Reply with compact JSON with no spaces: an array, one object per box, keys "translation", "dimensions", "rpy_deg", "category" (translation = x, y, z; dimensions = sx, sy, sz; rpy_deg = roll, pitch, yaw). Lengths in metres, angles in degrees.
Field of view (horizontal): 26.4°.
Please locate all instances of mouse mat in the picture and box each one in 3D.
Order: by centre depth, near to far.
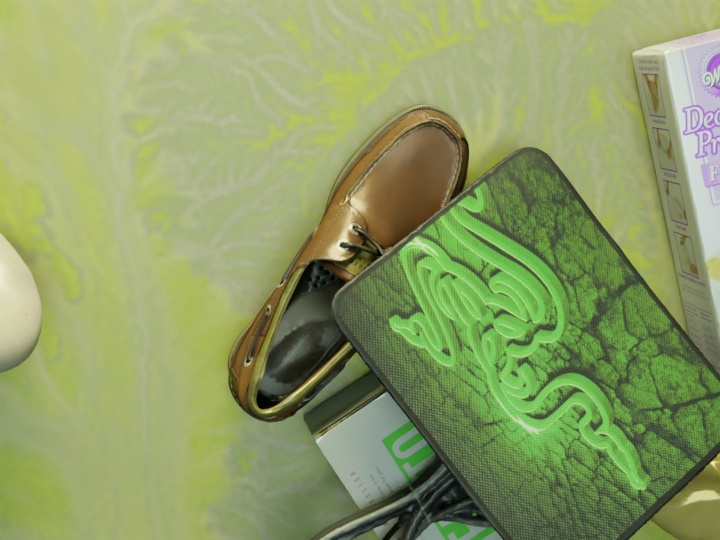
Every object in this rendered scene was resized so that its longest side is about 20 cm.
[{"translation":[0.099,0.050,0.822],"dimensions":[0.161,0.008,0.200],"rpy_deg":[-38,88,-21],"category":"mouse mat"}]

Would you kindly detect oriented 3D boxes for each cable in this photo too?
[{"translation":[0.050,0.123,0.833],"dimensions":[0.199,0.050,0.098],"rpy_deg":[-22,104,-9],"category":"cable"}]

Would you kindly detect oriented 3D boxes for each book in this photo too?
[{"translation":[0.086,0.087,0.884],"dimensions":[0.199,0.048,0.134],"rpy_deg":[-34,105,-3],"category":"book"}]

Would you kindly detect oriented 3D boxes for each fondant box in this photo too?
[{"translation":[0.249,-0.044,0.873],"dimensions":[0.143,0.058,0.202],"rpy_deg":[-15,99,-5],"category":"fondant box"}]

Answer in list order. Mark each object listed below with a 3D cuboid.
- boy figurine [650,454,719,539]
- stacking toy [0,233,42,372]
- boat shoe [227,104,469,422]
[{"translation":[0.262,0.119,0.891],"dimensions":[0.199,0.064,0.125],"rpy_deg":[-20,76,-2],"category":"boy figurine"},{"translation":[-0.274,0.057,0.810],"dimensions":[0.146,0.146,0.200],"rpy_deg":[36,112,-11],"category":"stacking toy"},{"translation":[0.000,0.000,0.844],"dimensions":[0.072,0.068,0.201],"rpy_deg":[31,93,-9],"category":"boat shoe"}]
